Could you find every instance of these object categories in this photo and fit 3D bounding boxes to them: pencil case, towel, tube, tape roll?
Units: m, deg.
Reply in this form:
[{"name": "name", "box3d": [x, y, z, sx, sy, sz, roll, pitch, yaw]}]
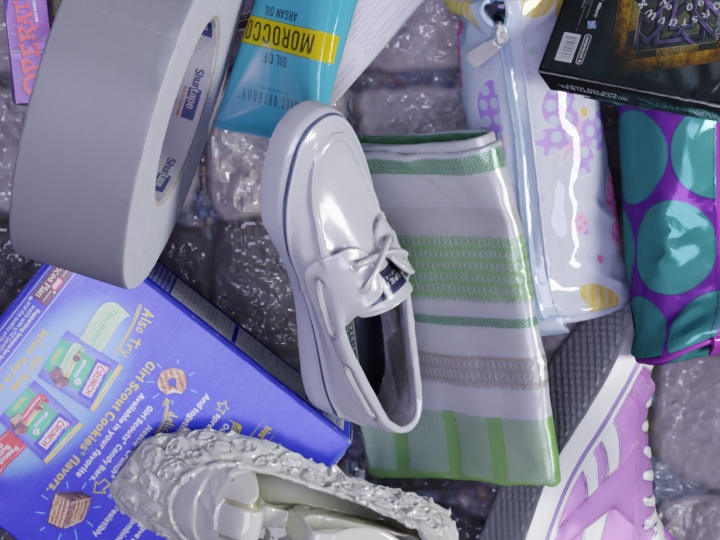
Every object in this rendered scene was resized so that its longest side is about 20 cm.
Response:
[{"name": "pencil case", "box3d": [0.099, -0.068, 1.589, 0.083, 0.091, 0.201, -8, 102, 5]}, {"name": "towel", "box3d": [0.037, 0.023, 1.599, 0.149, 0.031, 0.201, 0, 105, 46]}, {"name": "pencil case", "box3d": [0.185, -0.050, 1.567, 0.085, 0.092, 0.201, -3, 88, -27]}, {"name": "tube", "box3d": [-0.024, -0.167, 1.573, 0.050, 0.077, 0.201, 17, 90, -44]}, {"name": "tape roll", "box3d": [-0.121, -0.094, 1.520, 0.066, 0.200, 0.201, 18, 103, 4]}]

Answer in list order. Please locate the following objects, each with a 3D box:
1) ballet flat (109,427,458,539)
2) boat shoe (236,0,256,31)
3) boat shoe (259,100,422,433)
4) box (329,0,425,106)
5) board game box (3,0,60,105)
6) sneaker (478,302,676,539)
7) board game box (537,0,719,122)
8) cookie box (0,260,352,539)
[{"name": "ballet flat", "box3d": [-0.039, 0.134, 1.579, 0.199, 0.072, 0.072, 12, 103, -4]}, {"name": "boat shoe", "box3d": [-0.111, -0.216, 1.582, 0.073, 0.063, 0.200, -30, 101, 6]}, {"name": "boat shoe", "box3d": [0.000, 0.000, 1.554, 0.065, 0.074, 0.200, 21, 139, 39]}, {"name": "box", "box3d": [0.028, -0.171, 1.597, 0.041, 0.039, 0.200, 40, 101, -4]}, {"name": "board game box", "box3d": [-0.180, -0.192, 1.553, 0.032, 0.120, 0.201, -6, 96, -4]}, {"name": "sneaker", "box3d": [0.147, 0.117, 1.647, 0.114, 0.073, 0.201, 21, 98, -21]}, {"name": "board game box", "box3d": [0.189, -0.177, 1.520, 0.135, 0.028, 0.201, 14, 74, 27]}, {"name": "cookie box", "box3d": [-0.132, 0.093, 1.643, 0.200, 0.075, 0.171, 39, 100, -5]}]
